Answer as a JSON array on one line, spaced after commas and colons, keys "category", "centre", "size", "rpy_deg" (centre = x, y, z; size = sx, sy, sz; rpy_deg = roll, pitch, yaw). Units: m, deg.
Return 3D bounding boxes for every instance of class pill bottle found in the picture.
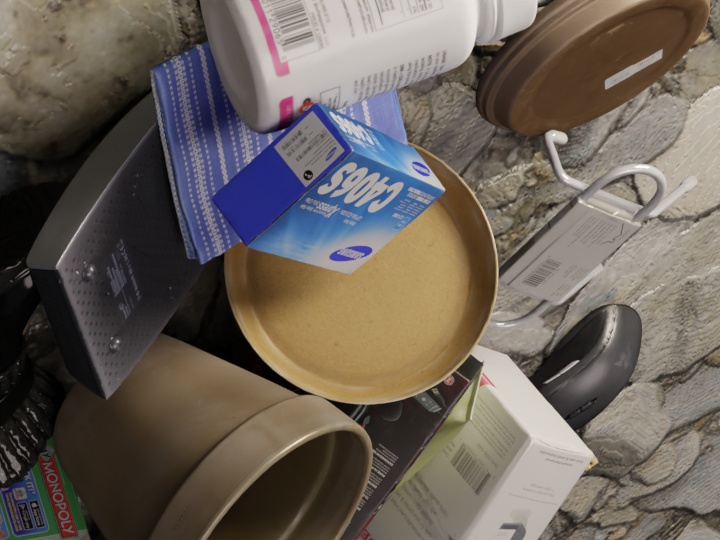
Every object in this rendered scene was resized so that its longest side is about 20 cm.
[{"category": "pill bottle", "centre": [0.006, -0.171, 1.391], "size": [0.198, 0.114, 0.114], "rpy_deg": [-20, 131, -14]}]

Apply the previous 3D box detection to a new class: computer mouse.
[{"category": "computer mouse", "centre": [0.184, 0.129, 1.835], "size": [0.200, 0.046, 0.140], "rpy_deg": [-43, 133, 2]}]

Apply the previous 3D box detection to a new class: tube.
[{"category": "tube", "centre": [0.026, 0.145, 1.701], "size": [0.052, 0.058, 0.200], "rpy_deg": [9, 140, -46]}]

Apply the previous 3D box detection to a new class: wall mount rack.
[{"category": "wall mount rack", "centre": [0.173, -0.032, 1.672], "size": [0.173, 0.075, 0.200], "rpy_deg": [18, 132, -36]}]

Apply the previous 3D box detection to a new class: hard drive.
[{"category": "hard drive", "centre": [-0.151, -0.028, 1.448], "size": [0.201, 0.042, 0.136], "rpy_deg": [-58, 147, -38]}]

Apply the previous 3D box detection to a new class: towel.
[{"category": "towel", "centre": [-0.051, -0.105, 1.478], "size": [0.199, 0.024, 0.146], "rpy_deg": [-28, 120, -34]}]

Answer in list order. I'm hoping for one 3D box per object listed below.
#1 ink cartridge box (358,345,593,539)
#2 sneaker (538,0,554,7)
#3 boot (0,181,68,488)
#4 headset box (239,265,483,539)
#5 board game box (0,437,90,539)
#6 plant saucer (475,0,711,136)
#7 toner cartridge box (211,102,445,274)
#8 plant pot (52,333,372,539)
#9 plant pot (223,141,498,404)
[{"category": "ink cartridge box", "centre": [0.075, 0.178, 1.735], "size": [0.084, 0.146, 0.201], "rpy_deg": [19, 112, -41]}, {"category": "sneaker", "centre": [0.069, -0.217, 1.486], "size": [0.198, 0.078, 0.071], "rpy_deg": [-4, 125, -30]}, {"category": "boot", "centre": [-0.241, 0.048, 1.490], "size": [0.211, 0.080, 0.158], "rpy_deg": [-38, 131, 5]}, {"category": "headset box", "centre": [-0.026, 0.110, 1.617], "size": [0.201, 0.148, 0.075], "rpy_deg": [-53, 176, 14]}, {"category": "board game box", "centre": [-0.252, 0.216, 1.527], "size": [0.133, 0.201, 0.029], "rpy_deg": [-6, 148, -28]}, {"category": "plant saucer", "centre": [0.176, -0.159, 1.569], "size": [0.199, 0.030, 0.200], "rpy_deg": [-27, 160, -10]}, {"category": "toner cartridge box", "centre": [-0.017, -0.051, 1.435], "size": [0.095, 0.043, 0.200], "rpy_deg": [-40, 164, 12]}, {"category": "plant pot", "centre": [-0.120, 0.140, 1.518], "size": [0.200, 0.173, 0.201], "rpy_deg": [-40, 153, -26]}, {"category": "plant pot", "centre": [0.000, 0.000, 1.553], "size": [0.199, 0.201, 0.028], "rpy_deg": [-27, 169, -12]}]
